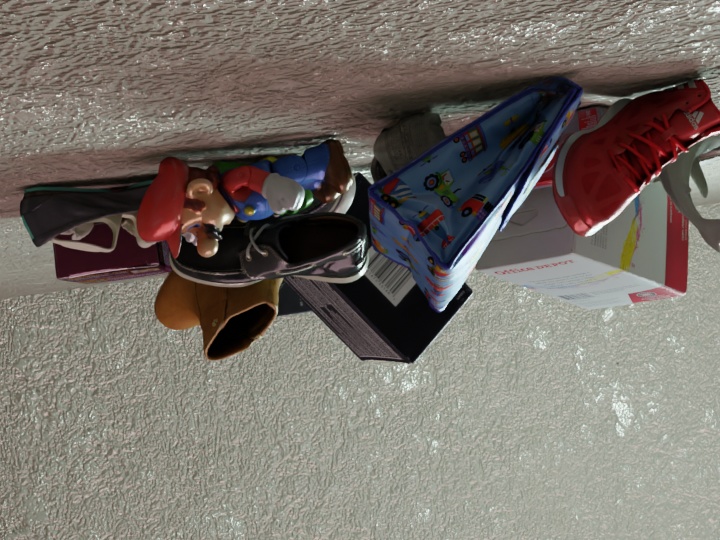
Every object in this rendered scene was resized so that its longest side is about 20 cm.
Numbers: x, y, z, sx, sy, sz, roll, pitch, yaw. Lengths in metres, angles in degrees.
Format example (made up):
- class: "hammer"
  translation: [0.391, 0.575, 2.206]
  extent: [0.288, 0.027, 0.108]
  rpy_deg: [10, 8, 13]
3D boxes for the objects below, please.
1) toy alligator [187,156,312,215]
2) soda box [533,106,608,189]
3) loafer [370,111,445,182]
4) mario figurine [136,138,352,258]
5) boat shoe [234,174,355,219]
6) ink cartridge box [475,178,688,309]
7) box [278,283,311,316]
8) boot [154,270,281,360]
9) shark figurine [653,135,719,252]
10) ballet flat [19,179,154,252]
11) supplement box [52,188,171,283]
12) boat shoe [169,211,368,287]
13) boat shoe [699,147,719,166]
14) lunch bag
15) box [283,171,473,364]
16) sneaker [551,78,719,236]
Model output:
- class: "toy alligator"
  translation: [-0.108, -0.080, 1.276]
  extent: [0.198, 0.055, 0.059]
  rpy_deg: [-6, 177, -40]
- class: "soda box"
  translation: [0.163, -0.113, 1.296]
  extent: [0.198, 0.064, 0.070]
  rpy_deg: [-8, 178, 32]
- class: "loafer"
  translation: [0.043, -0.097, 1.184]
  extent: [0.069, 0.071, 0.200]
  rpy_deg: [-14, 169, 1]
- class: "mario figurine"
  translation: [-0.107, -0.053, 1.192]
  extent: [0.197, 0.107, 0.124]
  rpy_deg: [-15, 141, -15]
- class: "boat shoe"
  translation: [-0.104, -0.071, 1.407]
  extent: [0.199, 0.076, 0.092]
  rpy_deg: [-23, 153, 36]
- class: "ink cartridge box"
  translation: [0.246, -0.054, 1.435]
  extent: [0.198, 0.147, 0.144]
  rpy_deg: [17, 162, -39]
- class: "box"
  translation: [-0.085, -0.008, 2.108]
  extent: [0.106, 0.151, 0.199]
  rpy_deg: [-5, 178, -40]
- class: "boot"
  translation: [-0.157, 0.043, 1.368]
  extent: [0.071, 0.145, 0.200]
  rpy_deg: [36, 124, -27]
- class: "shark figurine"
  translation: [0.349, -0.119, 1.358]
  extent: [0.127, 0.216, 0.090]
  rpy_deg: [21, 132, -9]
- class: "ballet flat"
  translation: [-0.240, -0.054, 1.299]
  extent: [0.197, 0.074, 0.073]
  rpy_deg: [-7, 178, -26]
- class: "supplement box"
  translation: [-0.273, -0.036, 1.444]
  extent: [0.109, 0.087, 0.200]
  rpy_deg: [-8, 178, -4]
- class: "boat shoe"
  translation: [-0.090, -0.027, 1.268]
  extent: [0.197, 0.073, 0.068]
  rpy_deg: [-1, 159, 0]
- class: "boat shoe"
  translation: [0.393, -0.126, 1.647]
  extent: [0.074, 0.076, 0.201]
  rpy_deg: [-6, 177, -43]
- class: "lunch bag"
  translation: [0.105, -0.080, 1.078]
  extent: [0.200, 0.094, 0.151]
  rpy_deg: [-44, 169, -9]
- class: "box"
  translation: [0.000, 0.000, 1.554]
  extent: [0.123, 0.200, 0.198]
  rpy_deg: [-47, -169, -15]
- class: "sneaker"
  translation: [0.244, -0.111, 1.107]
  extent: [0.115, 0.079, 0.200]
  rpy_deg: [-24, -160, 44]
